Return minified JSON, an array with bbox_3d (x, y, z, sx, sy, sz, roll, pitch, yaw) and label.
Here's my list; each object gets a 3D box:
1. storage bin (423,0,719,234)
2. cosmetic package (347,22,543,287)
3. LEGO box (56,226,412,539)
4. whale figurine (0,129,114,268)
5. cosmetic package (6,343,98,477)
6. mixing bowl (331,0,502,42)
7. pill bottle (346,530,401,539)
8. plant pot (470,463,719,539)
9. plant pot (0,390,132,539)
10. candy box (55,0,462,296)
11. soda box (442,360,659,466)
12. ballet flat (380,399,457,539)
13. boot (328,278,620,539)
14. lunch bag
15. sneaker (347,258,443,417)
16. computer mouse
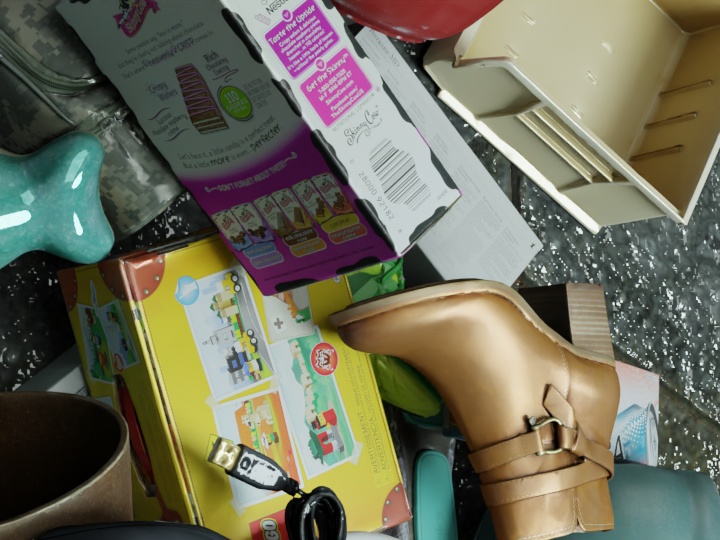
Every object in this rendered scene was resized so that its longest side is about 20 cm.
[{"bbox_3d":[0.170,-0.164,1.472,0.199,0.094,0.200,39,63,-25],"label":"storage bin"},{"bbox_3d":[0.030,-0.062,1.383,0.083,0.051,0.200,-48,111,-27],"label":"cosmetic package"},{"bbox_3d":[-0.071,0.075,1.213,0.149,0.077,0.200,-17,94,-37],"label":"LEGO box"},{"bbox_3d":[-0.233,-0.024,1.111,0.200,0.104,0.159,-3,115,-4],"label":"whale figurine"},{"bbox_3d":[-0.105,0.091,1.266,0.200,0.052,0.151,-40,109,-33],"label":"cosmetic package"},{"bbox_3d":[0.023,-0.214,1.336,0.200,0.200,0.108,15,110,-33],"label":"mixing bowl"},{"bbox_3d":[-0.019,0.241,1.206,0.111,0.200,0.111,9,54,-13],"label":"pill bottle"},{"bbox_3d":[0.137,0.211,1.352,0.134,0.200,0.200,15,73,-5],"label":"plant pot"},{"bbox_3d":[-0.199,0.193,1.120,0.187,0.187,0.200,-22,113,-36],"label":"plant pot"},{"bbox_3d":[-0.055,-0.091,1.104,0.061,0.136,0.200,-45,107,-33],"label":"candy box"},{"bbox_3d":[0.129,0.088,1.383,0.200,0.064,0.068,18,72,-56],"label":"soda box"},{"bbox_3d":[0.029,0.107,1.348,0.072,0.072,0.200,13,75,-34],"label":"ballet flat"},{"bbox_3d":[0.072,0.085,1.228,0.200,0.077,0.155,3,82,-41],"label":"boot"},{"bbox_3d":[-0.139,-0.125,1.225,0.200,0.139,0.168,-42,97,-31],"label":"lunch bag"},{"bbox_3d":[0.000,0.000,1.300,0.084,0.074,0.200,-31,80,-13],"label":"sneaker"},{"bbox_3d":[-0.074,0.139,1.059,0.200,0.046,0.141,21,50,-34],"label":"computer mouse"}]
